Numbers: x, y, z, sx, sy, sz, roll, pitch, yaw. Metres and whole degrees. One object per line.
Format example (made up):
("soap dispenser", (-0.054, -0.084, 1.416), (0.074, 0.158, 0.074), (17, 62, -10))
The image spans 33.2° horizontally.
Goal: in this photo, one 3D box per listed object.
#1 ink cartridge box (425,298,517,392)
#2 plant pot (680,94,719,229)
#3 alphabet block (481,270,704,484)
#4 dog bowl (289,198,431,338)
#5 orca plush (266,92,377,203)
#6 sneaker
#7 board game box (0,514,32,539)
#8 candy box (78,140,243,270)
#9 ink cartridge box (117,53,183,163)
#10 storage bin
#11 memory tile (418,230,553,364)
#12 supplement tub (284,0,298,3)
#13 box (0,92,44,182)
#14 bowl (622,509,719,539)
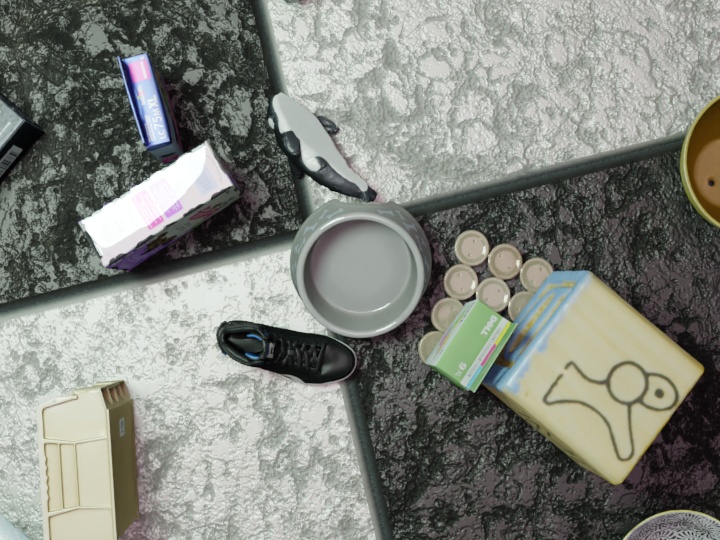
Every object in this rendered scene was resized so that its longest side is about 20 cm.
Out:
("ink cartridge box", (0.143, 0.097, 1.583), (0.059, 0.200, 0.104), (34, 87, 1))
("plant pot", (0.518, -0.141, 1.639), (0.197, 0.142, 0.203), (0, 89, 0))
("alphabet block", (0.296, 0.135, 1.593), (0.199, 0.196, 0.196), (40, 88, -4))
("dog bowl", (0.000, 0.000, 1.645), (0.197, 0.059, 0.203), (0, 107, 0))
("orca plush", (-0.063, -0.155, 1.690), (0.199, 0.071, 0.106), (36, 43, -9))
("sneaker", (-0.103, 0.116, 1.642), (0.197, 0.112, 0.074), (11, 89, 0))
("board game box", (-0.444, 0.392, 1.590), (0.198, 0.200, 0.043), (40, 62, 2))
("candy box", (-0.262, -0.083, 1.619), (0.199, 0.168, 0.072), (-33, 89, -1))
("ink cartridge box", (-0.276, -0.215, 1.607), (0.041, 0.200, 0.121), (-15, 89, 0))
("storage bin", (-0.357, 0.252, 1.592), (0.092, 0.200, 0.202), (-4, 88, -2))
("memory tile", (0.177, 0.059, 1.693), (0.151, 0.017, 0.203), (21, 88, 0))
("supplement tub", (-0.131, -0.476, 1.656), (0.200, 0.123, 0.123), (42, 88, 2))
("box", (-0.563, -0.207, 1.653), (0.200, 0.104, 0.148), (42, 89, 1))
("bowl", (0.426, 0.421, 1.644), (0.197, 0.094, 0.204), (0, 89, -1))
